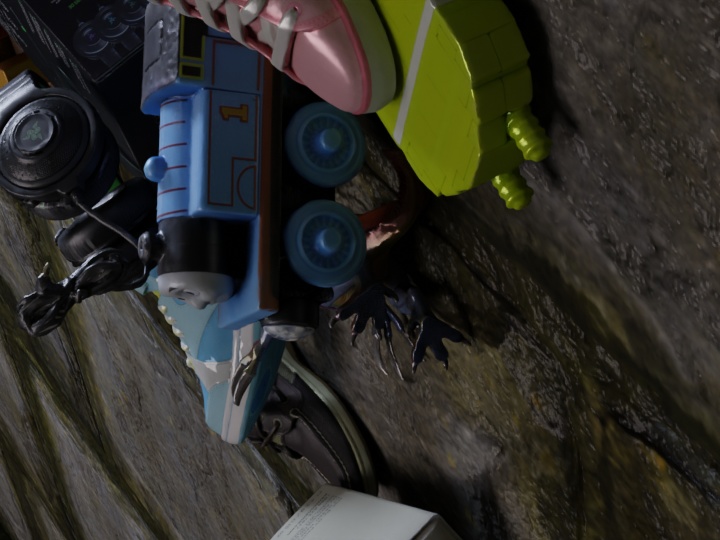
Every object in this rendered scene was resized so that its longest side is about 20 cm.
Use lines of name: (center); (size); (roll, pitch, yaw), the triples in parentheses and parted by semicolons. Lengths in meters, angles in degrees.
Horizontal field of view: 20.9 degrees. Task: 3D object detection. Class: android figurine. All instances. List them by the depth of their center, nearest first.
android figurine: (0.027, -0.118, 0.917); (0.200, 0.041, 0.182); (57, 160, 22)

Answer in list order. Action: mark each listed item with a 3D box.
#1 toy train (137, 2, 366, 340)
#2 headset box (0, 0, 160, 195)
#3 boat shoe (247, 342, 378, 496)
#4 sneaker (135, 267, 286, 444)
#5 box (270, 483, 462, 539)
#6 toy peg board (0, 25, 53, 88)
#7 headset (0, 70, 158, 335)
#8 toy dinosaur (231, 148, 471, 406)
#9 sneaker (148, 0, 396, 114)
toy train: (-0.060, -0.064, 1.032); (0.087, 0.114, 0.201); (156, 117, -68)
headset box: (-0.158, -0.160, 1.186); (0.200, 0.093, 0.174); (48, 171, 20)
boat shoe: (-0.059, 0.100, 1.398); (0.200, 0.065, 0.073); (47, 154, 38)
sneaker: (-0.116, 0.020, 1.310); (0.130, 0.080, 0.201); (15, 124, 10)
box: (0.015, 0.225, 1.250); (0.128, 0.109, 0.200); (48, 165, -14)
toy peg board: (-0.276, -0.166, 1.404); (0.200, 0.098, 0.200); (13, 126, 51)
headset: (-0.164, -0.034, 1.094); (0.124, 0.094, 0.200); (54, -179, -31)
toy dinosaur: (0.000, 0.000, 1.154); (0.182, 0.104, 0.201); (50, 125, 59)
sneaker: (-0.074, -0.139, 0.934); (0.201, 0.104, 0.075); (54, 159, 13)
